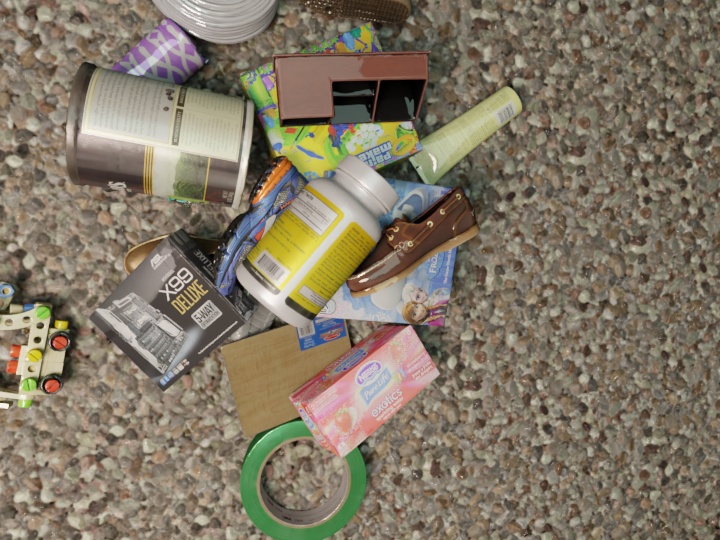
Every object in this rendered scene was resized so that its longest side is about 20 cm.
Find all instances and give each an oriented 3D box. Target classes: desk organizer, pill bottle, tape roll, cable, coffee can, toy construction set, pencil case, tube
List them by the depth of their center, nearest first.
[{"bbox_3d":[-0.047,-0.038,0.629,0.112,0.112,0.200,41,90,-9],"label":"pill bottle"},{"bbox_3d":[-0.247,-0.166,0.657,0.200,0.146,0.147,7,92,-18],"label":"coffee can"},{"bbox_3d":[-0.012,-0.237,0.677,0.199,0.072,0.077,-6,97,-10],"label":"desk organizer"},{"bbox_3d":[-0.493,0.118,0.734,0.131,0.092,0.200,11,100,-34],"label":"toy construction set"},{"bbox_3d":[-0.209,-0.433,0.741,0.200,0.069,0.200,42,73,-11],"label":"cable"},{"bbox_3d":[-0.320,-0.276,0.744,0.200,0.084,0.085,-43,60,-6],"label":"pencil case"},{"bbox_3d":[-0.092,0.333,0.834,0.200,0.048,0.201,-1,94,-10],"label":"tape roll"},{"bbox_3d":[0.169,-0.224,0.844,0.200,0.052,0.058,-37,57,-2],"label":"tube"}]

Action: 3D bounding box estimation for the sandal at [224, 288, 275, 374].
[{"bbox_3d":[-0.174,0.070,0.801,0.050,0.082,0.203,22,92,33],"label":"sandal"}]

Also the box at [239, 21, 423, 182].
[{"bbox_3d":[-0.045,-0.221,0.769,0.200,0.122,0.193,-24,97,-7],"label":"box"}]

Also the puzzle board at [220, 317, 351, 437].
[{"bbox_3d":[-0.104,0.156,0.807,0.200,0.017,0.151,-17,104,-24],"label":"puzzle board"}]

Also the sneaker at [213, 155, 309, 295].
[{"bbox_3d":[-0.128,-0.050,0.678,0.078,0.075,0.200,32,92,-21],"label":"sneaker"}]

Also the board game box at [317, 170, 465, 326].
[{"bbox_3d":[0.036,-0.028,0.727,0.198,0.043,0.201,5,99,-12],"label":"board game box"}]

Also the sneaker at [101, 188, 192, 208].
[{"bbox_3d":[-0.281,-0.133,0.763,0.200,0.078,0.091,-14,100,-6],"label":"sneaker"}]

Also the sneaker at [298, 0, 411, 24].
[{"bbox_3d":[-0.017,-0.439,0.794,0.200,0.070,0.076,9,66,-18],"label":"sneaker"}]

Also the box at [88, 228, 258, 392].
[{"bbox_3d":[-0.272,0.061,0.746,0.200,0.050,0.158,-38,100,22],"label":"box"}]

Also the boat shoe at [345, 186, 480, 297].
[{"bbox_3d":[0.061,-0.040,0.673,0.200,0.070,0.070,-32,111,-13],"label":"boat shoe"}]

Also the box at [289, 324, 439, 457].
[{"bbox_3d":[0.006,0.176,0.787,0.200,0.103,0.095,-34,99,-23],"label":"box"}]

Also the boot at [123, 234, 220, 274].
[{"bbox_3d":[-0.256,-0.019,0.773,0.199,0.075,0.074,-4,96,-8],"label":"boot"}]
